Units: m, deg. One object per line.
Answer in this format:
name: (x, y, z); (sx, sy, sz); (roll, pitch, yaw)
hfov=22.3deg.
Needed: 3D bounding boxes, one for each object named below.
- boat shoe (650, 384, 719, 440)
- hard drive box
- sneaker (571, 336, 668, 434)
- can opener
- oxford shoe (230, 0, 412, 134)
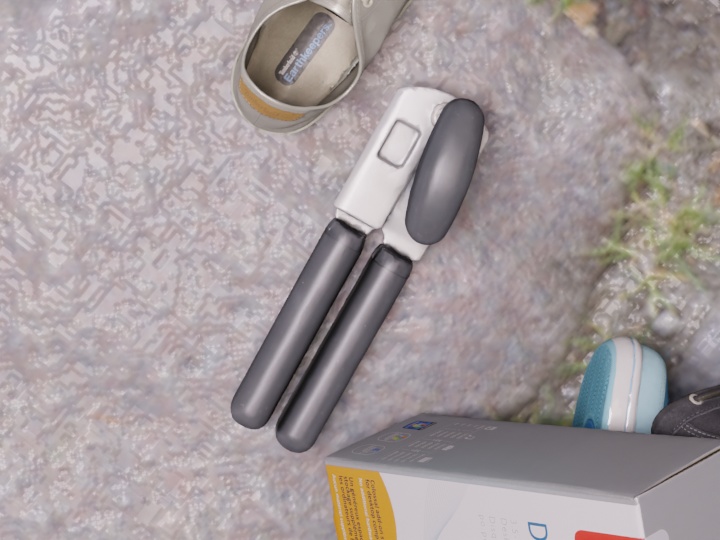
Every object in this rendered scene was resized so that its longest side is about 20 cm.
boat shoe: (0.219, 0.069, 0.908); (0.200, 0.066, 0.070); (-16, 139, -37)
hard drive box: (0.088, 0.157, 0.871); (0.077, 0.200, 0.156); (-19, 103, -42)
sneaker: (0.173, 0.129, 0.935); (0.130, 0.080, 0.200); (0, 108, -2)
can opener: (0.000, 0.000, 0.907); (0.053, 0.067, 0.200); (28, 96, -7)
oxford shoe: (0.002, -0.154, 0.890); (0.075, 0.058, 0.200); (31, 94, -5)
